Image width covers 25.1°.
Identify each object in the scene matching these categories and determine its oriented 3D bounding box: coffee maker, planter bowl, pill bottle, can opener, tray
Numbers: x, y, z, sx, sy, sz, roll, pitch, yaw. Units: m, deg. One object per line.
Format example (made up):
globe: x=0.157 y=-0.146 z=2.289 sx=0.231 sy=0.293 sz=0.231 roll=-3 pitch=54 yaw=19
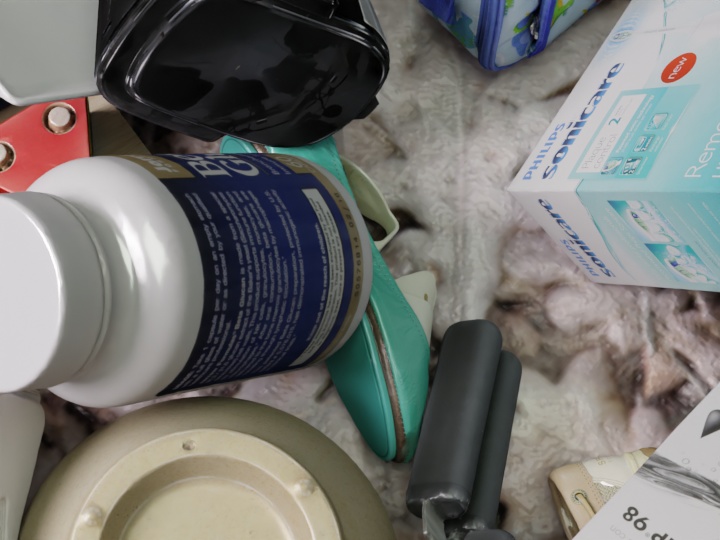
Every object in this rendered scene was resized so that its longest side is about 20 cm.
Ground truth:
coffee maker: x=-0.087 y=-0.174 z=0.819 sx=0.192 sy=0.135 sz=0.200 roll=3 pitch=52 yaw=-13
planter bowl: x=-0.070 y=0.144 z=0.746 sx=0.200 sy=0.135 sz=0.200 roll=2 pitch=70 yaw=-5
pill bottle: x=-0.092 y=0.002 z=0.737 sx=0.200 sy=0.111 sz=0.111 roll=-7 pitch=64 yaw=-55
can opener: x=0.055 y=0.110 z=0.778 sx=0.066 sy=0.053 sz=0.200 roll=-12 pitch=43 yaw=24
tray: x=-0.146 y=-0.127 z=0.835 sx=0.107 sy=0.022 sz=0.200 roll=49 pitch=30 yaw=13

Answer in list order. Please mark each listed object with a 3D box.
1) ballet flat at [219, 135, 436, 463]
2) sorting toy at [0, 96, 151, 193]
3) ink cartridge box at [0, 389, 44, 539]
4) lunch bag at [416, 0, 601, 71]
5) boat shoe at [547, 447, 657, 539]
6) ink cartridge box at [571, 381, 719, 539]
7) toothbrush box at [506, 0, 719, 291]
ballet flat: x=0.000 y=0.000 z=0.841 sx=0.070 sy=0.067 sz=0.200 roll=-21 pitch=76 yaw=-27
sorting toy: x=-0.219 y=-0.051 z=0.834 sx=0.200 sy=0.070 sz=0.199 roll=-34 pitch=77 yaw=-16
ink cartridge box: x=-0.261 y=0.103 z=0.729 sx=0.200 sy=0.084 sz=0.145 roll=8 pitch=80 yaw=16
lunch bag: x=0.104 y=-0.203 z=0.848 sx=0.161 sy=0.200 sz=0.082 roll=-38 pitch=71 yaw=-18
boat shoe: x=0.138 y=0.185 z=0.786 sx=0.065 sy=0.072 sz=0.200 roll=-9 pitch=66 yaw=-4
ink cartridge box: x=0.163 y=0.141 z=0.734 sx=0.116 sy=0.067 sz=0.200 roll=39 pitch=67 yaw=20
toothbrush box: x=0.194 y=-0.069 z=0.807 sx=0.085 sy=0.200 sz=0.146 roll=44 pitch=70 yaw=-26
